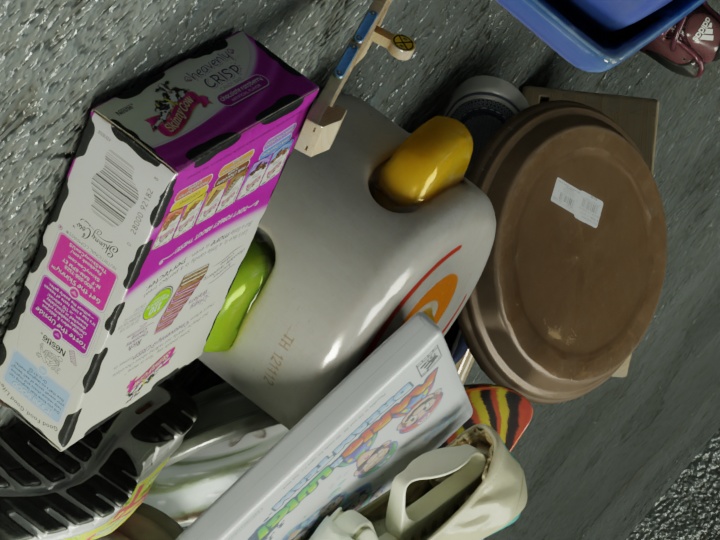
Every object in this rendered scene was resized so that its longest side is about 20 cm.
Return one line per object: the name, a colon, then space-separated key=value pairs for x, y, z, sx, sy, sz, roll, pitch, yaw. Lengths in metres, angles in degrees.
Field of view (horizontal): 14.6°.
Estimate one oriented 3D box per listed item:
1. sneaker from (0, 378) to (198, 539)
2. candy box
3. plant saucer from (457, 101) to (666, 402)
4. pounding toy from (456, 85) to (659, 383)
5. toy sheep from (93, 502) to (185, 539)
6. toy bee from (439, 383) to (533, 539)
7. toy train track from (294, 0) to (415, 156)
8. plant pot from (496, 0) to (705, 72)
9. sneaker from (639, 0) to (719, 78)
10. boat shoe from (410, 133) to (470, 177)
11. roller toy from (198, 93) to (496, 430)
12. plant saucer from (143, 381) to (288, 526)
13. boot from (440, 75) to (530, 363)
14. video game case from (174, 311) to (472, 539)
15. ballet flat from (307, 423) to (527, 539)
sneaker: x=-0.167 y=0.131 z=1.625 sx=0.200 sy=0.078 sz=0.091 roll=-30 pitch=155 yaw=-56
candy box: x=-0.112 y=-0.016 z=1.489 sx=0.136 sy=0.061 sz=0.201 roll=-34 pitch=155 yaw=-51
plant saucer: x=0.138 y=-0.011 z=1.862 sx=0.199 sy=0.029 sz=0.201 roll=-5 pitch=97 yaw=-43
pounding toy: x=0.135 y=-0.007 z=2.062 sx=0.200 sy=0.141 sz=0.185 roll=88 pitch=10 yaw=-67
toy sheep: x=-0.152 y=0.202 z=1.722 sx=0.138 sy=0.138 sz=0.200 roll=-53 pitch=170 yaw=1
toy bee: x=0.026 y=0.152 z=1.782 sx=0.201 sy=0.108 sz=0.131 roll=-69 pitch=-169 yaw=-24
toy train track: x=0.013 y=-0.127 z=1.547 sx=0.200 sy=0.032 sz=0.115 roll=-62 pitch=178 yaw=-46
plant pot: x=0.138 y=-0.233 z=1.497 sx=0.200 sy=0.200 sz=0.180 roll=-37 pitch=165 yaw=-45
sneaker: x=0.209 y=-0.196 z=1.919 sx=0.076 sy=0.115 sz=0.200 roll=-50 pitch=165 yaw=-7
boat shoe: x=0.001 y=0.001 z=1.816 sx=0.199 sy=0.068 sz=0.074 roll=-47 pitch=150 yaw=-22
roller toy: x=-0.011 y=0.001 z=1.671 sx=0.200 sy=0.140 sz=0.183 roll=-50 pitch=165 yaw=-12
plant saucer: x=-0.074 y=0.107 z=1.807 sx=0.199 sy=0.050 sz=0.200 roll=-18 pitch=162 yaw=-6
boot: x=0.073 y=-0.028 z=1.891 sx=0.091 sy=0.072 sz=0.201 roll=-75 pitch=173 yaw=-48
video game case: x=-0.019 y=0.122 z=1.651 sx=0.200 sy=0.024 sz=0.182 roll=-43 pitch=161 yaw=-6
ballet flat: x=0.014 y=0.155 z=1.670 sx=0.199 sy=0.070 sz=0.070 roll=-32 pitch=157 yaw=-25
